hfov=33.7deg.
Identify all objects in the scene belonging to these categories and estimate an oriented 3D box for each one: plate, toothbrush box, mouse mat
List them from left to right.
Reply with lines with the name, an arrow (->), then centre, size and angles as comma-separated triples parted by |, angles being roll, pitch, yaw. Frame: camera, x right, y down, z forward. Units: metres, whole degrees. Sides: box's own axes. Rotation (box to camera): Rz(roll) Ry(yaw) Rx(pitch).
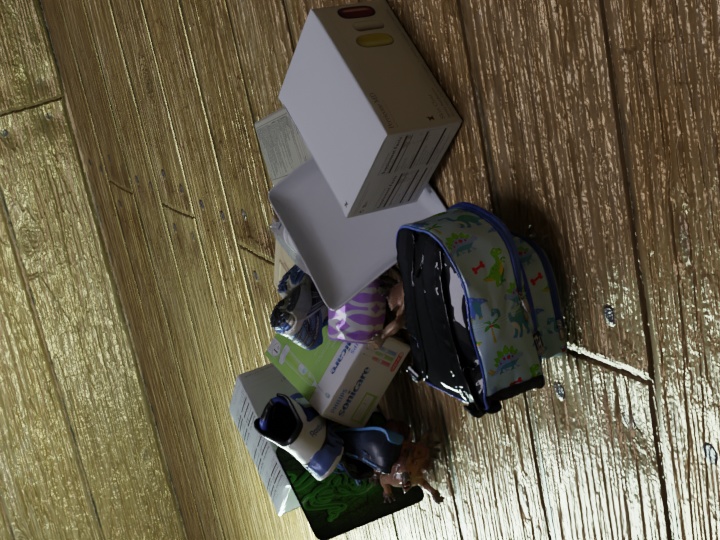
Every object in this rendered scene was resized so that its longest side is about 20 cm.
toothbrush box -> -0.037, 0.119, 1.754 | 0.146, 0.086, 0.200 | -60, 36, 6
mouse mat -> -0.014, 0.307, 1.795 | 0.162, 0.198, 0.008 | 61, 148, 22
plate -> -0.001, -0.079, 1.527 | 0.201, 0.199, 0.032 | 60, -164, 24

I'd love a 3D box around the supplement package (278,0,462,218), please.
supplement package -> 0.006, -0.196, 1.430 | 0.201, 0.110, 0.156 | 60, 147, 24

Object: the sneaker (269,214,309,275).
sneaker -> -0.045, -0.017, 1.659 | 0.082, 0.075, 0.200 | 15, 154, 51

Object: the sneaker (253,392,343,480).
sneaker -> -0.096, 0.212, 1.710 | 0.115, 0.081, 0.199 | 40, -176, -22

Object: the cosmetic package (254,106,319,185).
cosmetic package -> -0.071, -0.187, 1.677 | 0.200, 0.087, 0.104 | -2, 105, 68

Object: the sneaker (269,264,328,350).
sneaker -> -0.072, 0.045, 1.712 | 0.077, 0.201, 0.085 | -34, 112, 30

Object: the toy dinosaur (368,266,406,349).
toy dinosaur -> 0.078, 0.023, 1.501 | 0.200, 0.085, 0.136 | 126, 159, -45

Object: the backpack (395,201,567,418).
backpack -> 0.126, 0.028, 1.305 | 0.183, 0.146, 0.202 | 24, 133, 62

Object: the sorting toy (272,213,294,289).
sorting toy -> -0.094, 0.026, 1.983 | 0.186, 0.036, 0.201 | 56, 158, 34

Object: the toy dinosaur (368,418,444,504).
toy dinosaur -> 0.059, 0.265, 1.746 | 0.200, 0.085, 0.137 | -130, 29, -50

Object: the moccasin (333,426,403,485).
moccasin -> -0.007, 0.265, 1.697 | 0.200, 0.080, 0.069 | 147, 139, -66

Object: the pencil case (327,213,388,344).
pencil case -> 0.000, 0.000, 1.598 | 0.085, 0.083, 0.202 | -18, -65, -77

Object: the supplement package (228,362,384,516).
supplement package -> -0.082, 0.250, 1.918 | 0.201, 0.190, 0.147 | 61, 157, 21
